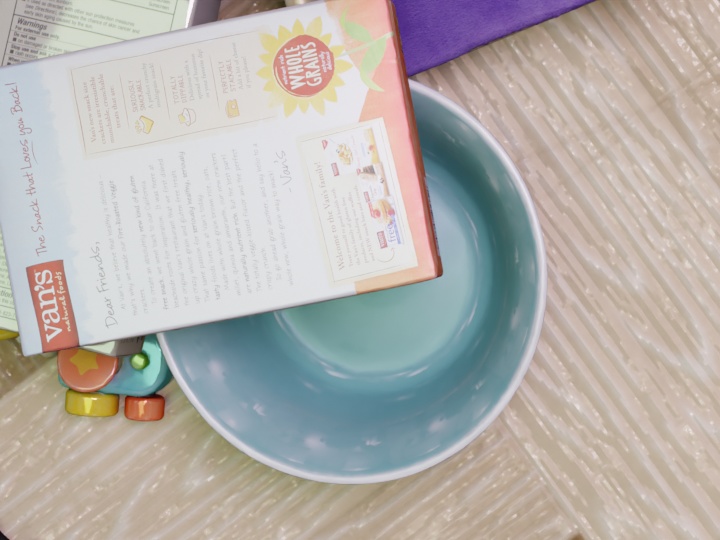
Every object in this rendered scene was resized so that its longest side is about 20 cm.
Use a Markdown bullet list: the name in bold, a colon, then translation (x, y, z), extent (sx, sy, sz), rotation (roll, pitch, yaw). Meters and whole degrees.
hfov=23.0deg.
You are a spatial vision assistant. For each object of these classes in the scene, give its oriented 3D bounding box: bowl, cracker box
- **bowl**: translation (0.000, 0.000, 0.905), extent (0.198, 0.105, 0.203), rotation (1, 94, 10)
- **cracker box**: translation (-0.070, -0.044, 0.828), extent (0.198, 0.058, 0.136), rotation (-10, 90, 5)

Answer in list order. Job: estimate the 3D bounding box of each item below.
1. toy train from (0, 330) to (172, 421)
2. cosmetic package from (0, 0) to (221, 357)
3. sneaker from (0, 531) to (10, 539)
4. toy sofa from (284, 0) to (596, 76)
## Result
- **toy train**: translation (-0.156, -0.011, 0.959), extent (0.200, 0.056, 0.150), rotation (45, 100, 6)
- **cosmetic package**: translation (-0.143, -0.065, 0.900), extent (0.102, 0.073, 0.202), rotation (14, 89, 5)
- **sneaker**: translation (-0.205, 0.200, 0.972), extent (0.079, 0.071, 0.202), rotation (-28, 86, 15)
- **toy sofa**: translation (0.046, -0.148, 0.855), extent (0.199, 0.097, 0.084), rotation (-17, 91, 38)
